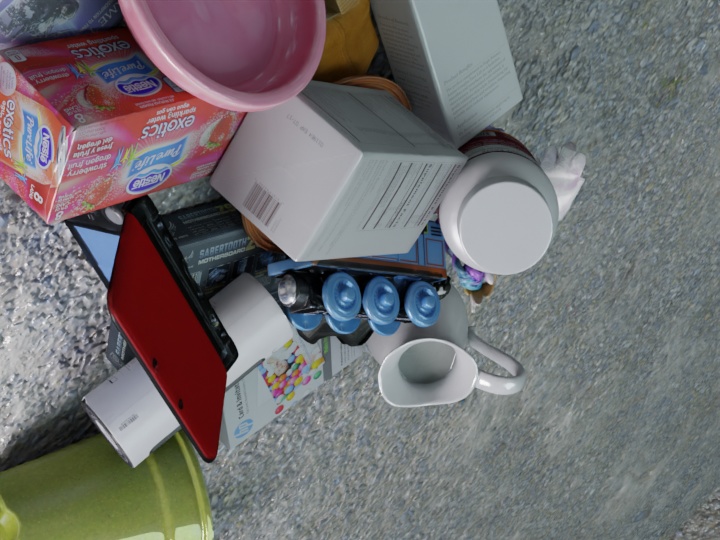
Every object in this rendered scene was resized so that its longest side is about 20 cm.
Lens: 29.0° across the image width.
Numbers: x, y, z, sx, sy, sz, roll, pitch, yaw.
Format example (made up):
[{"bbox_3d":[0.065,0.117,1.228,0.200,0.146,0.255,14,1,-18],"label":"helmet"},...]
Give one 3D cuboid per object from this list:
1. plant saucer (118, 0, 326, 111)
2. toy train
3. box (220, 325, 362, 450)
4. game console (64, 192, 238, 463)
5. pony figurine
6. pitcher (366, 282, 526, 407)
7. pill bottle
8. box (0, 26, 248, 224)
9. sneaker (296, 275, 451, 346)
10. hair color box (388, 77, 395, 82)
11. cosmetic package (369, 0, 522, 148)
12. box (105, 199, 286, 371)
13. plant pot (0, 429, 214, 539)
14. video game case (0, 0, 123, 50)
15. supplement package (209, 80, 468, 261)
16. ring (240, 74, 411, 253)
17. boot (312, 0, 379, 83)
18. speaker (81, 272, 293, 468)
[{"bbox_3d":[-0.114,-0.215,1.070,0.199,0.203,0.051,-12,175,-46],"label":"plant saucer"},{"bbox_3d":[0.000,0.000,1.348,0.199,0.086,0.116,6,75,-41],"label":"toy train"},{"bbox_3d":[-0.085,0.088,1.538,0.199,0.041,0.157,-33,145,-25],"label":"box"},{"bbox_3d":[-0.191,0.041,1.159,0.119,0.171,0.201,-53,138,-30],"label":"game console"},{"bbox_3d":[0.138,-0.077,1.503,0.165,0.201,0.195,11,118,-6],"label":"pony figurine"},{"bbox_3d":[0.090,0.078,1.564,0.170,0.200,0.122,10,112,-11],"label":"pitcher"},{"bbox_3d":[0.127,-0.063,1.318,0.114,0.112,0.200,-57,-171,13],"label":"pill bottle"},{"bbox_3d":[-0.189,-0.122,1.090,0.199,0.100,0.096,-24,147,-48],"label":"box"},{"bbox_3d":[0.008,0.034,1.466,0.199,0.067,0.091,-8,134,-40],"label":"sneaker"},{"bbox_3d":[0.015,-0.096,1.449,0.099,0.060,0.202,-25,141,-35],"label":"hair color box"},{"bbox_3d":[0.077,-0.227,1.321,0.101,0.074,0.201,-37,126,-24],"label":"cosmetic package"},{"bbox_3d":[-0.147,0.011,1.363,0.199,0.051,0.159,-20,138,-40],"label":"box"},{"bbox_3d":[-0.268,0.245,1.351,0.183,0.201,0.202,-10,133,-31],"label":"plant pot"},{"bbox_3d":[-0.246,-0.219,1.017,0.143,0.019,0.200,-46,150,-6],"label":"video game case"},{"bbox_3d":[-0.014,-0.086,1.200,0.110,0.114,0.199,-57,157,19],"label":"supplement package"},{"bbox_3d":[-0.033,-0.101,1.313,0.199,0.019,0.202,-31,147,-23],"label":"ring"},{"bbox_3d":[-0.059,-0.179,1.253,0.201,0.071,0.144,-47,149,-14],"label":"boot"},{"bbox_3d":[-0.160,0.090,1.307,0.199,0.081,0.082,-39,148,-17],"label":"speaker"}]
